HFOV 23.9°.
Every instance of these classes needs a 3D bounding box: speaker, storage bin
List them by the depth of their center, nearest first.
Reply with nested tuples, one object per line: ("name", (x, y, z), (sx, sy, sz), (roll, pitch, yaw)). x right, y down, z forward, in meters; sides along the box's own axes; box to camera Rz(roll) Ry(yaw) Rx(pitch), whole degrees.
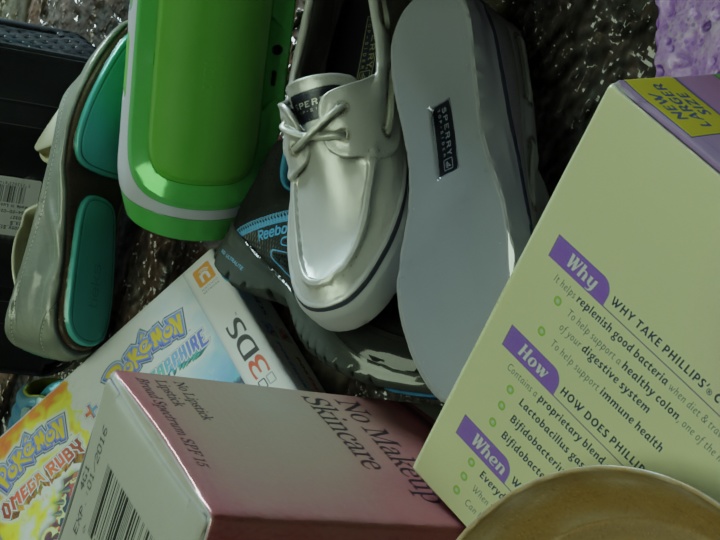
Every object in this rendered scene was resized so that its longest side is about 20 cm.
("speaker", (-0.082, -0.120, 0.906), (0.088, 0.088, 0.200), (35, 126, 42))
("storage bin", (-0.227, -0.048, 1.031), (0.094, 0.135, 0.200), (40, 118, 57))

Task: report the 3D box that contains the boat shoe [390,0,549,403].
("boat shoe", (0.060, -0.032, 0.785), (0.071, 0.070, 0.200), (-24, 63, 41))

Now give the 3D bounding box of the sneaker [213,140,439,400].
("sneaker", (0.000, 0.000, 0.848), (0.200, 0.073, 0.082), (33, 107, 40))

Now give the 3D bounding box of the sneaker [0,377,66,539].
("sneaker", (-0.165, 0.140, 1.015), (0.200, 0.079, 0.131), (42, 120, 38))

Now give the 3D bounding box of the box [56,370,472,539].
("box", (-0.017, 0.126, 0.755), (0.128, 0.200, 0.109), (43, 119, 53))

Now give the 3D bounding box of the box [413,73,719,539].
("box", (0.141, 0.055, 0.657), (0.176, 0.097, 0.200), (46, 127, 32))

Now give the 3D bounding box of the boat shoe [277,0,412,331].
("boat shoe", (-0.008, -0.071, 0.817), (0.072, 0.066, 0.200), (-6, 61, 35))

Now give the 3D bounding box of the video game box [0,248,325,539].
("video game box", (-0.101, 0.118, 0.922), (0.200, 0.047, 0.182), (-41, 57, 12))

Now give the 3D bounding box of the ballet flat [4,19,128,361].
("ballet flat", (-0.163, -0.049, 0.965), (0.064, 0.067, 0.200), (4, 78, 33))

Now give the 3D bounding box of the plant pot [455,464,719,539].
("plant pot", (0.091, 0.171, 0.607), (0.200, 0.027, 0.200), (-13, 71, 44))

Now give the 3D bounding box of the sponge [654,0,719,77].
("sponge", (0.201, -0.102, 0.667), (0.200, 0.030, 0.112), (4, 93, 46))
